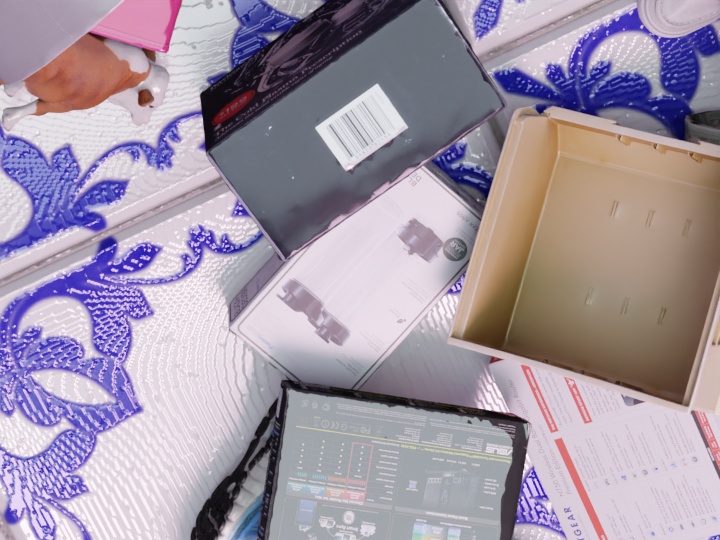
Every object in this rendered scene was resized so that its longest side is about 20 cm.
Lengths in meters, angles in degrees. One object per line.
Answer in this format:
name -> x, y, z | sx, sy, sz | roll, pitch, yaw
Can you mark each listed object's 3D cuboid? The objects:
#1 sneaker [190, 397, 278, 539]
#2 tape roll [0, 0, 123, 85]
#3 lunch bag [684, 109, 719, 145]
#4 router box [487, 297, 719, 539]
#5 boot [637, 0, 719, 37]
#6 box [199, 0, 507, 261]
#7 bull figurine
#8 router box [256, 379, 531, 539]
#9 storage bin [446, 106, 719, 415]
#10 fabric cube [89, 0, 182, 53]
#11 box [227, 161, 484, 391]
sneaker -> -0.069, 0.197, 1.813 | 0.090, 0.078, 0.201 | 31, 102, -17
tape roll -> -0.171, -0.207, 1.402 | 0.200, 0.200, 0.066 | -41, 107, 8
lunch bag -> 0.345, -0.040, 1.757 | 0.198, 0.118, 0.165 | -1, 111, 3
router box -> 0.223, 0.125, 1.797 | 0.178, 0.049, 0.201 | -16, 110, 24
boot -> 0.300, -0.243, 1.697 | 0.200, 0.096, 0.074 | -39, 107, 7
box -> -0.011, -0.127, 1.660 | 0.199, 0.182, 0.104 | -35, 107, 5
bull figurine -> -0.226, -0.148, 1.659 | 0.121, 0.200, 0.066 | -20, 70, 15
router box -> 0.024, 0.174, 1.743 | 0.198, 0.062, 0.151 | 9, 92, -8
storage bin -> 0.196, -0.010, 1.692 | 0.199, 0.094, 0.200 | 15, 89, 27
fabric cube -> -0.200, -0.290, 1.584 | 0.195, 0.200, 0.201 | 15, 104, -9
box -> 0.000, 0.000, 1.765 | 0.116, 0.060, 0.200 | 39, 100, -15
